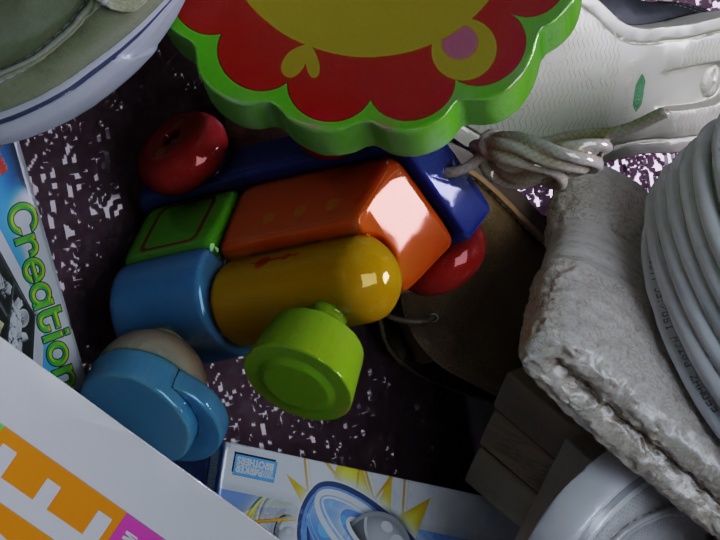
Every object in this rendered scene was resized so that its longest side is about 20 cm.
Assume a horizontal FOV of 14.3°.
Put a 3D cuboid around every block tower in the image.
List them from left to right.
[{"bbox_3d":[0.124,0.054,1.119,0.200,0.058,0.054,-18,139,-47],"label":"block tower"}]

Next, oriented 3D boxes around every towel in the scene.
[{"bbox_3d":[0.139,0.055,1.032,0.200,0.034,0.133,41,28,-13],"label":"towel"}]

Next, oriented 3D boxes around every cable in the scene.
[{"bbox_3d":[0.189,0.025,1.031,0.200,0.069,0.200,19,37,-41],"label":"cable"}]

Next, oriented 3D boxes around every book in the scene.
[{"bbox_3d":[-0.122,0.101,0.928,0.200,0.048,0.134,38,78,-27],"label":"book"}]

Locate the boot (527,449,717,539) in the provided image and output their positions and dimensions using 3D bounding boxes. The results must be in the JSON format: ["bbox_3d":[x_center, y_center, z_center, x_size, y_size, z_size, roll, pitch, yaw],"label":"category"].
[{"bbox_3d":[0.142,0.113,1.054,0.200,0.096,0.074,4,121,-57],"label":"boot"}]

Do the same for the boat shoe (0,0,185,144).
[{"bbox_3d":[-0.074,-0.121,0.906,0.200,0.072,0.062,-45,158,10],"label":"boat shoe"}]

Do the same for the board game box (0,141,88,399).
[{"bbox_3d":[-0.154,0.038,0.955,0.126,0.035,0.200,-20,100,-35],"label":"board game box"}]

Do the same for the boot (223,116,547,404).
[{"bbox_3d":[0.022,-0.006,1.071,0.200,0.074,0.075,30,81,-34],"label":"boot"}]

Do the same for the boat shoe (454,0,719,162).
[{"bbox_3d":[0.071,-0.078,1.089,0.200,0.068,0.072,-1,110,-49],"label":"boat shoe"}]

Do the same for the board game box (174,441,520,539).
[{"bbox_3d":[0.011,0.146,1.073,0.200,0.034,0.135,14,80,-36],"label":"board game box"}]

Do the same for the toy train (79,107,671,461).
[{"bbox_3d":[0.000,0.000,0.955,0.085,0.200,0.116,53,44,-31],"label":"toy train"}]

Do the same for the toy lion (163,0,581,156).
[{"bbox_3d":[-0.009,-0.141,0.954,0.200,0.069,0.192,29,80,12],"label":"toy lion"}]
